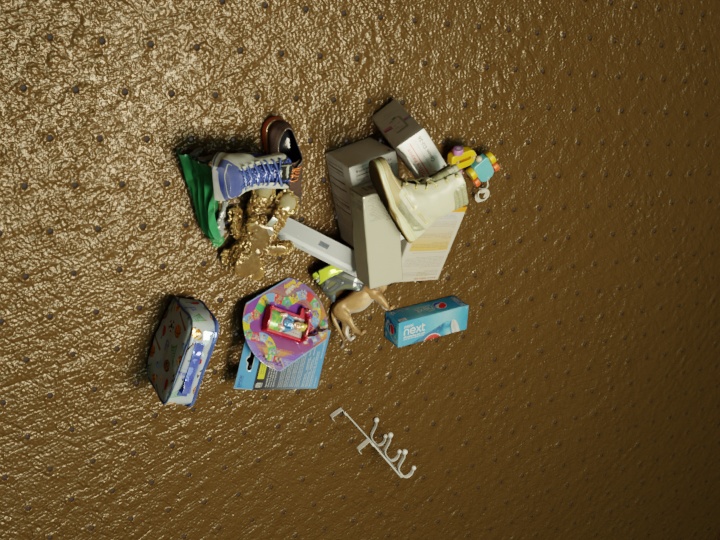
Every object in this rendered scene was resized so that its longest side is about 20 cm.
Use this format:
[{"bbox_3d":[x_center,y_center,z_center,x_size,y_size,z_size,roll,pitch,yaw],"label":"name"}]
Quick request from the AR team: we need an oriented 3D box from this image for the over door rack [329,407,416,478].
[{"bbox_3d":[0.039,0.402,1.959,0.067,0.148,0.200,-50,129,0],"label":"over door rack"}]

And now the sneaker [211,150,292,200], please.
[{"bbox_3d":[-0.188,-0.182,1.496,0.115,0.199,0.081,1,106,13],"label":"sneaker"}]

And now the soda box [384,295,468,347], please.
[{"bbox_3d":[0.158,0.119,1.956,0.200,0.064,0.068,-12,118,-27],"label":"soda box"}]

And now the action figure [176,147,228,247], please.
[{"bbox_3d":[-0.284,-0.128,1.544,0.055,0.118,0.200,-28,133,-29],"label":"action figure"}]

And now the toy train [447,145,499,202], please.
[{"bbox_3d":[0.217,-0.215,1.847,0.200,0.056,0.150,-1,127,-37],"label":"toy train"}]

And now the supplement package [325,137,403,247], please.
[{"bbox_3d":[0.014,-0.155,1.705,0.114,0.110,0.200,-22,122,-21],"label":"supplement package"}]

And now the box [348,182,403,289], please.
[{"bbox_3d":[0.032,-0.071,1.638,0.082,0.068,0.200,-15,117,-23],"label":"box"}]

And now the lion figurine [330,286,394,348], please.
[{"bbox_3d":[-0.006,0.067,1.820,0.200,0.072,0.123,-42,94,-1],"label":"lion figurine"}]

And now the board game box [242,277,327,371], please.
[{"bbox_3d":[-0.146,0.106,1.707,0.200,0.039,0.158,-32,96,-35],"label":"board game box"}]

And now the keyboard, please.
[{"bbox_3d":[-0.078,-0.048,1.693,0.200,0.011,0.056,27,122,-12],"label":"keyboard"}]

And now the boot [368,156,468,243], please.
[{"bbox_3d":[0.112,-0.162,1.547,0.155,0.072,0.200,-32,129,-2],"label":"boot"}]

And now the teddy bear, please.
[{"bbox_3d":[-0.197,-0.082,1.625,0.145,0.067,0.200,3,113,-17],"label":"teddy bear"}]

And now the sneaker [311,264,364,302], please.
[{"bbox_3d":[0.000,0.000,1.763,0.200,0.074,0.081,-25,92,0],"label":"sneaker"}]

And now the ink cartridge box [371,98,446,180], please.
[{"bbox_3d":[0.105,-0.249,1.656,0.067,0.200,0.117,-36,128,5],"label":"ink cartridge box"}]

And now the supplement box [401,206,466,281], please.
[{"bbox_3d":[0.136,-0.075,1.817,0.126,0.074,0.200,-2,128,-32],"label":"supplement box"}]

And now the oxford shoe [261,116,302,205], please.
[{"bbox_3d":[-0.145,-0.195,1.607,0.071,0.073,0.200,-24,123,-22],"label":"oxford shoe"}]

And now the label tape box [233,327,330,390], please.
[{"bbox_3d":[-0.176,0.180,1.772,0.200,0.066,0.144,4,109,-31],"label":"label tape box"}]

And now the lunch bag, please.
[{"bbox_3d":[-0.343,0.161,1.594,0.075,0.160,0.200,11,105,-35],"label":"lunch bag"}]
